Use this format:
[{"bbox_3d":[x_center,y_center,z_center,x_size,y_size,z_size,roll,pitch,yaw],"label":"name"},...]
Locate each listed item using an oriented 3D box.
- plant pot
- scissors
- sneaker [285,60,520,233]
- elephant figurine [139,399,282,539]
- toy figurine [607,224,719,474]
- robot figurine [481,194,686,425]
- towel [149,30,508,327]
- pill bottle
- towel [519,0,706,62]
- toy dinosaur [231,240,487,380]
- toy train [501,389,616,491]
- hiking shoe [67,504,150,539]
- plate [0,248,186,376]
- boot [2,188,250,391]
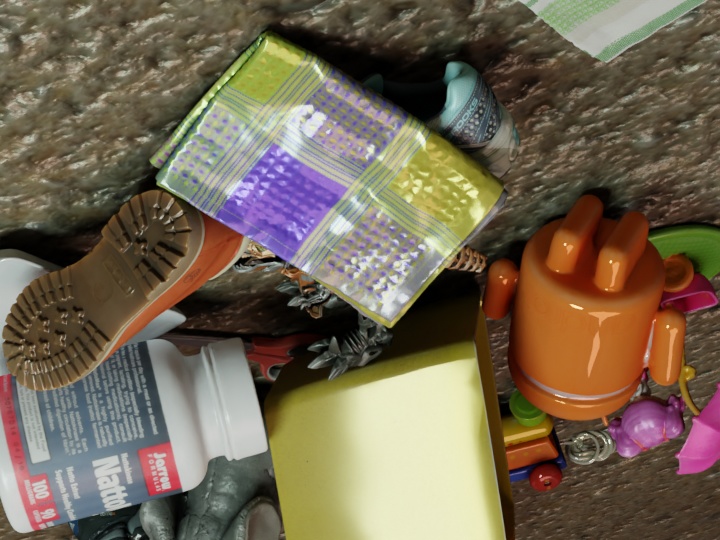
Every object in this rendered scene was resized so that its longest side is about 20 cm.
[{"bbox_3d":[0.025,0.144,1.463,0.176,0.201,0.200,-9,-170,7],"label":"plant pot"},{"bbox_3d":[-0.093,0.059,1.496,0.073,0.014,0.200,-26,152,27],"label":"scissors"},{"bbox_3d":[-0.001,-0.088,1.193,0.199,0.078,0.086,-18,133,12],"label":"sneaker"},{"bbox_3d":[-0.120,0.220,1.571,0.155,0.200,0.141,38,147,-20],"label":"elephant figurine"},{"bbox_3d":[0.248,0.086,1.539,0.199,0.185,0.150,-22,154,17],"label":"toy figurine"},{"bbox_3d":[0.176,0.037,1.443,0.143,0.117,0.201,-5,132,-11],"label":"robot figurine"},{"bbox_3d":[-0.018,-0.055,1.160,0.200,0.023,0.144,34,122,-19],"label":"towel"},{"bbox_3d":[-0.177,0.117,1.368,0.199,0.120,0.120,-14,155,-6],"label":"pill bottle"},{"bbox_3d":[0.154,-0.203,1.079,0.149,0.031,0.200,-30,149,24],"label":"towel"},{"bbox_3d":[0.000,0.000,1.339,0.199,0.102,0.136,14,131,-11],"label":"toy dinosaur"},{"bbox_3d":[0.174,0.153,1.774,0.199,0.085,0.116,-14,142,-2],"label":"toy train"},{"bbox_3d":[-0.186,0.202,1.678,0.200,0.087,0.075,-22,150,-44],"label":"hiking shoe"},{"bbox_3d":[-0.264,0.044,1.341,0.199,0.032,0.200,-27,153,25],"label":"plate"},{"bbox_3d":[-0.159,0.016,1.250,0.200,0.075,0.107,-37,168,26],"label":"boot"}]
